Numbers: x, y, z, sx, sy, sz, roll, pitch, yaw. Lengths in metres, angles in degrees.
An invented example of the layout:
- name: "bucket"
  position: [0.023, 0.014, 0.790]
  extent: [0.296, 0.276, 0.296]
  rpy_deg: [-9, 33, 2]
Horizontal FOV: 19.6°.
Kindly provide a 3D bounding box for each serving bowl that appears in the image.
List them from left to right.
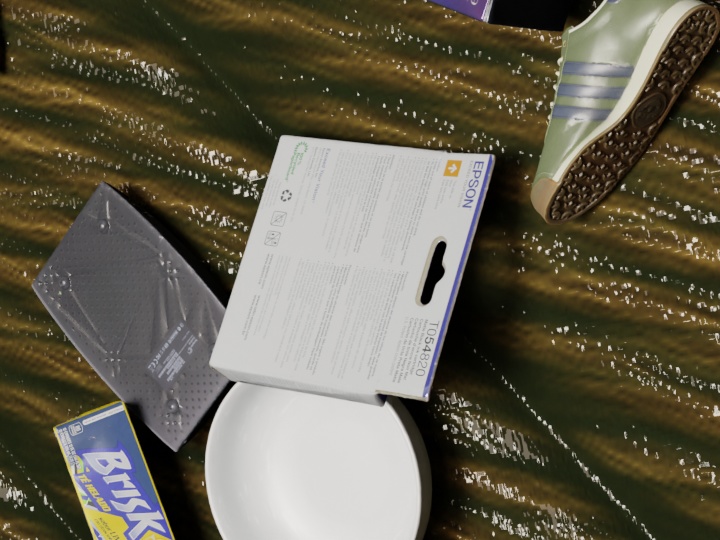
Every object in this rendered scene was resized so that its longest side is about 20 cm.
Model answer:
- name: "serving bowl"
  position: [-0.024, 0.162, 1.635]
  extent: [0.199, 0.066, 0.202]
  rpy_deg: [4, 99, 30]

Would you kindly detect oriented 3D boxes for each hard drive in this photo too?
- name: "hard drive"
  position: [-0.175, 0.036, 1.730]
  extent: [0.200, 0.042, 0.135]
  rpy_deg: [46, 115, 19]

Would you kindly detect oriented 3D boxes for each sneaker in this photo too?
- name: "sneaker"
  position: [0.174, -0.135, 1.498]
  extent: [0.090, 0.067, 0.201]
  rpy_deg: [54, 123, 33]

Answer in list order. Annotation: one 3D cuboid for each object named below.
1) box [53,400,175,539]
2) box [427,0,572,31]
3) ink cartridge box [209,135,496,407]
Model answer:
- name: "box"
  position: [-0.191, 0.212, 1.721]
  extent: [0.064, 0.070, 0.201]
  rpy_deg: [-21, 88, -10]
- name: "box"
  position: [0.065, -0.273, 1.506]
  extent: [0.199, 0.104, 0.149]
  rpy_deg: [25, 107, 35]
- name: "ink cartridge box"
  position: [0.000, 0.000, 1.577]
  extent: [0.199, 0.041, 0.201]
  rpy_deg: [8, 72, 33]
